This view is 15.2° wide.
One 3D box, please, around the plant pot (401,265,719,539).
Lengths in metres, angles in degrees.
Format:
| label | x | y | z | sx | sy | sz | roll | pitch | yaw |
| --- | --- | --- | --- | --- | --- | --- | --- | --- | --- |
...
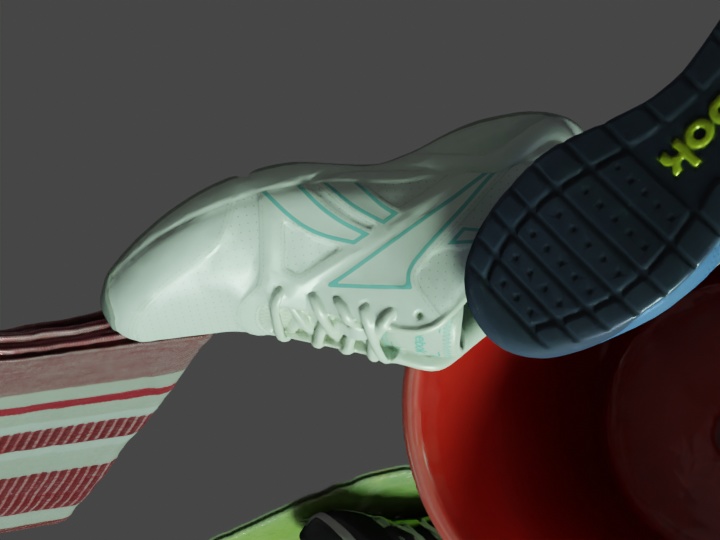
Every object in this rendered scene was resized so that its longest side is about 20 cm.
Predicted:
| label | x | y | z | sx | sy | sz | roll | pitch | yaw |
| --- | --- | --- | --- | --- | --- | --- | --- | --- | --- |
| plant pot | 0.141 | 0.062 | 1.142 | 0.200 | 0.201 | 0.177 | -26 | 164 | 19 |

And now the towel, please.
| label | x | y | z | sx | sy | sz | roll | pitch | yaw |
| --- | --- | --- | --- | --- | --- | --- | --- | --- | --- |
| towel | -0.159 | 0.070 | 1.142 | 0.144 | 0.023 | 0.200 | -6 | 155 | -29 |

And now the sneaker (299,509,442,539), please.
| label | x | y | z | sx | sy | sz | roll | pitch | yaw |
| --- | --- | --- | --- | --- | --- | --- | --- | --- | --- |
| sneaker | 0.039 | 0.144 | 1.405 | 0.083 | 0.072 | 0.200 | -48 | 151 | 6 |

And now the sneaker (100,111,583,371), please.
| label | x | y | z | sx | sy | sz | roll | pitch | yaw |
| --- | --- | --- | --- | --- | --- | --- | --- | --- | --- |
| sneaker | 0.000 | 0.000 | 1.031 | 0.199 | 0.081 | 0.070 | -14 | 157 | -4 |

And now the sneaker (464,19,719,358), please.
| label | x | y | z | sx | sy | sz | roll | pitch | yaw |
| --- | --- | --- | --- | --- | --- | --- | --- | --- | --- |
| sneaker | 0.127 | -0.036 | 1.000 | 0.200 | 0.074 | 0.082 | -40 | 162 | 4 |
